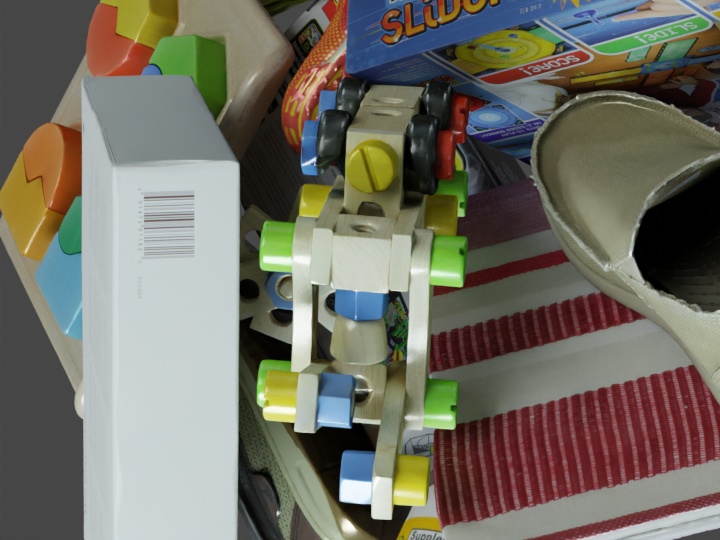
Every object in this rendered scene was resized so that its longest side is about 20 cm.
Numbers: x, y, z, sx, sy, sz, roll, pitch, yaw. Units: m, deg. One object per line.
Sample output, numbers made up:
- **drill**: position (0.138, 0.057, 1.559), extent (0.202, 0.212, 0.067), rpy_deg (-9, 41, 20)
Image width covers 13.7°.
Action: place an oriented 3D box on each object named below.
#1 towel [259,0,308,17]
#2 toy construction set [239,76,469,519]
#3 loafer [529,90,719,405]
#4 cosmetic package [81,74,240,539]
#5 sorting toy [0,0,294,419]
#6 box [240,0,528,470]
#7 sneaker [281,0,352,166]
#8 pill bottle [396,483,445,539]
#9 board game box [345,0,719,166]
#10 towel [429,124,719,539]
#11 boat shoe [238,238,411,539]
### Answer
- **towel**: position (-0.012, -0.208, 1.335), extent (0.086, 0.018, 0.200), rpy_deg (-14, 58, 38)
- **toy construction set**: position (0.000, 0.000, 1.116), extent (0.200, 0.092, 0.131), rpy_deg (-120, 31, -73)
- **loafer**: position (0.121, -0.017, 1.079), extent (0.076, 0.068, 0.200), rpy_deg (-31, 40, -8)
- **cosmetic package**: position (-0.079, 0.037, 1.157), extent (0.151, 0.052, 0.200), rpy_deg (-126, 36, -70)
- **sorting toy**: position (-0.104, -0.057, 1.316), extent (0.185, 0.036, 0.200), rpy_deg (-61, 27, 18)
- **box**: position (0.013, -0.026, 1.266), extent (0.110, 0.035, 0.200), rpy_deg (-44, 53, 21)
- **sneaker**: position (0.027, -0.120, 1.241), extent (0.077, 0.073, 0.200), rpy_deg (15, 58, 43)
- **pill bottle**: position (0.048, 0.148, 1.121), extent (0.104, 0.104, 0.200), rpy_deg (10, 66, 41)
- **board game box**: position (0.113, -0.090, 1.136), extent (0.200, 0.135, 0.035), rpy_deg (-13, 66, 36)
- **towel**: position (0.095, 0.029, 1.113), extent (0.144, 0.023, 0.200), rpy_deg (-15, 41, 12)
- **boat shoe**: position (-0.048, 0.055, 1.265), extent (0.065, 0.073, 0.200), rpy_deg (-46, 48, 20)
